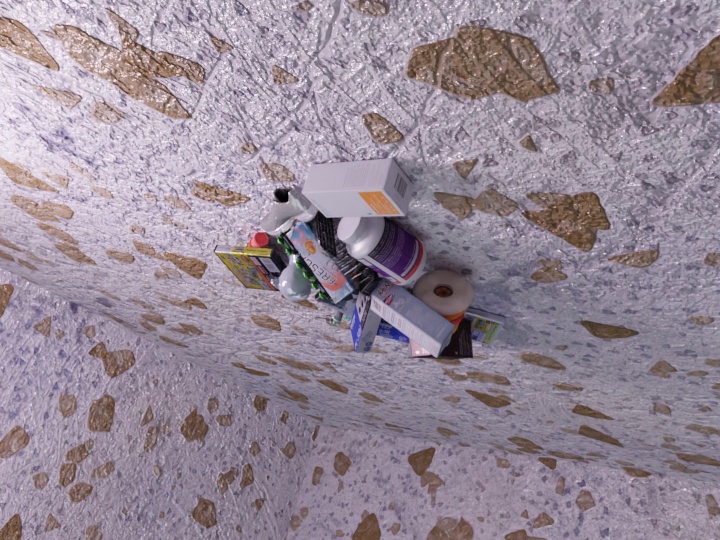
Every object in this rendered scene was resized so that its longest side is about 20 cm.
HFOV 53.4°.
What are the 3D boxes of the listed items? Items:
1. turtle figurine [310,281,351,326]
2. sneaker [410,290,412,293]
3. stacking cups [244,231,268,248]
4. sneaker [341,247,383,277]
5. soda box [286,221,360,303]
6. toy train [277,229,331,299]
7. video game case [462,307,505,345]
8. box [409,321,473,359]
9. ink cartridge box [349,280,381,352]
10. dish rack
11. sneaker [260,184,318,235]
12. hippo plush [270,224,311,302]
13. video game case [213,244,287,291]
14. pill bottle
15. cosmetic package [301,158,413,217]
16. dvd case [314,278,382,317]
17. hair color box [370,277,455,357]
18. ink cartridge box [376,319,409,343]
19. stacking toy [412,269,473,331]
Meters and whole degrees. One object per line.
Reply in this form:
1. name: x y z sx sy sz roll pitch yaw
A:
1. turtle figurine: -0.079 0.081 2.004 0.100 0.151 0.200 -33 158 8
2. sneaker: 0.176 0.081 1.856 0.069 0.079 0.200 22 158 -12
3. stacking cups: -0.286 -0.054 1.928 0.060 0.061 0.200 23 153 -14
4. sneaker: 0.000 0.000 1.763 0.197 0.082 0.076 11 159 -30
5. soda box: -0.081 -0.028 1.650 0.063 0.068 0.201 -36 91 27
6. toy train: -0.126 -0.016 1.690 0.201 0.042 0.056 53 -169 -5
7. video game case: 0.300 0.148 2.004 0.179 0.022 0.201 15 157 6
8. box: 0.216 0.182 1.899 0.074 0.102 0.198 -13 165 42
9. ink cartridge box: 0.019 0.113 1.865 0.043 0.095 0.202 0 135 -16
10. dish rack: -0.039 -0.048 1.617 0.054 0.155 0.199 -38 130 27
11. sneaker: -0.174 -0.145 1.605 0.092 0.077 0.199 38 144 -27
12. hippo plush: -0.130 0.001 1.782 0.157 0.163 0.200 17 159 1
13. video game case: -0.272 -0.003 1.920 0.178 0.026 0.201 5 151 23
14. pill bottle: 0.046 -0.057 1.577 0.199 0.114 0.112 32 154 -33
15. cosmetic package: -0.006 -0.161 1.420 0.198 0.072 0.101 2 154 35
16. dvd case: -0.001 0.065 1.909 0.198 0.025 0.150 26 124 -34
17. hair color box: 0.118 0.108 1.655 0.199 0.061 0.099 35 160 14
18. ink cartridge box: 0.109 0.145 1.972 0.092 0.045 0.200 13 -167 10
19. stacking toy: 0.196 0.112 1.747 0.144 0.147 0.202 12 133 13
